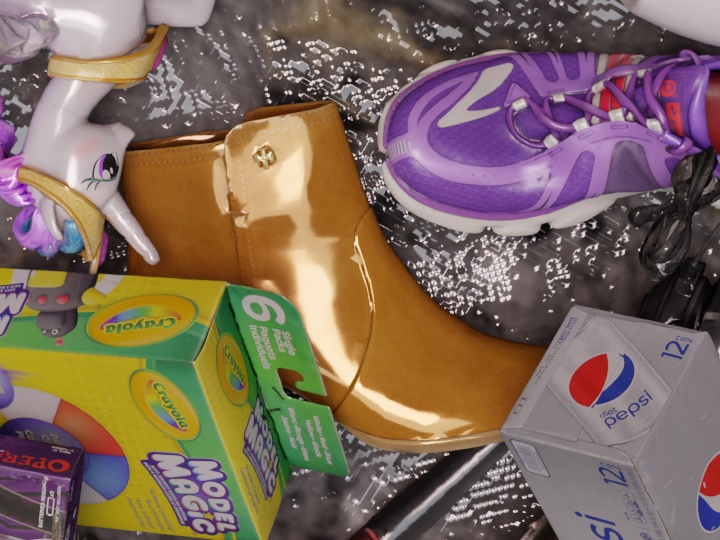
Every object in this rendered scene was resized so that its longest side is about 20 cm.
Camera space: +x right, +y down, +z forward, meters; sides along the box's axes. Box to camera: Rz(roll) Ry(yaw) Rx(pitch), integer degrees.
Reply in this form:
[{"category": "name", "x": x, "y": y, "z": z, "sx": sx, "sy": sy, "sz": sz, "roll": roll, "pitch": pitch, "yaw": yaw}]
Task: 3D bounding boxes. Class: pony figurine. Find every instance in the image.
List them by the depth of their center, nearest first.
[{"category": "pony figurine", "x": -0.141, "y": -0.112, "z": 0.820, "sx": 0.193, "sy": 0.167, "sz": 0.200, "roll": 21, "pitch": 87, "yaw": -14}]

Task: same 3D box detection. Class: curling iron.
[{"category": "curling iron", "x": -0.002, "y": 0.119, "z": 0.929, "sx": 0.200, "sy": 0.026, "sz": 0.050, "roll": -34, "pitch": 105, "yaw": 7}]

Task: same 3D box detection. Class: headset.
[{"category": "headset", "x": 0.159, "y": 0.038, "z": 0.851, "sx": 0.123, "sy": 0.094, "sz": 0.200, "roll": 1, "pitch": 131, "yaw": 31}]

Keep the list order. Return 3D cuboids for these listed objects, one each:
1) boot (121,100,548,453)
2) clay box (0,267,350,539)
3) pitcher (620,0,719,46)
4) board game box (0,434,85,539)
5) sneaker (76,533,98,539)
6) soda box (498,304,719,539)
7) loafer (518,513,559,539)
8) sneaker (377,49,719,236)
[{"category": "boot", "x": 0.000, "y": 0.000, "z": 0.878, "sx": 0.201, "sy": 0.071, "sz": 0.144, "roll": -3, "pitch": 105, "yaw": 4}, {"category": "clay box", "x": -0.112, "y": 0.054, "z": 0.845, "sx": 0.199, "sy": 0.048, "sz": 0.115, "roll": 4, "pitch": 137, "yaw": 21}, {"category": "pitcher", "x": 0.203, "y": -0.129, "z": 0.810, "sx": 0.199, "sy": 0.121, "sz": 0.172, "roll": -6, "pitch": 69, "yaw": -4}, {"category": "board game box", "x": -0.176, "y": 0.149, "z": 0.802, "sx": 0.120, "sy": 0.032, "sz": 0.200, "roll": 12, "pitch": 114, "yaw": 5}, {"category": "sneaker", "x": -0.185, "y": 0.153, "z": 0.918, "sx": 0.199, "sy": 0.078, "sz": 0.091, "roll": 18, "pitch": 113, "yaw": -1}, {"category": "soda box", "x": 0.128, "y": 0.105, "z": 0.854, "sx": 0.068, "sy": 0.063, "sz": 0.200, "roll": -57, "pitch": 138, "yaw": -26}, {"category": "loafer", "x": 0.054, "y": 0.158, "z": 0.910, "sx": 0.200, "sy": 0.071, "sz": 0.073, "roll": -47, "pitch": 136, "yaw": -11}, {"category": "sneaker", "x": 0.106, "y": -0.065, "z": 0.848, "sx": 0.199, "sy": 0.083, "sz": 0.081, "roll": -6, "pitch": 78, "yaw": -3}]
